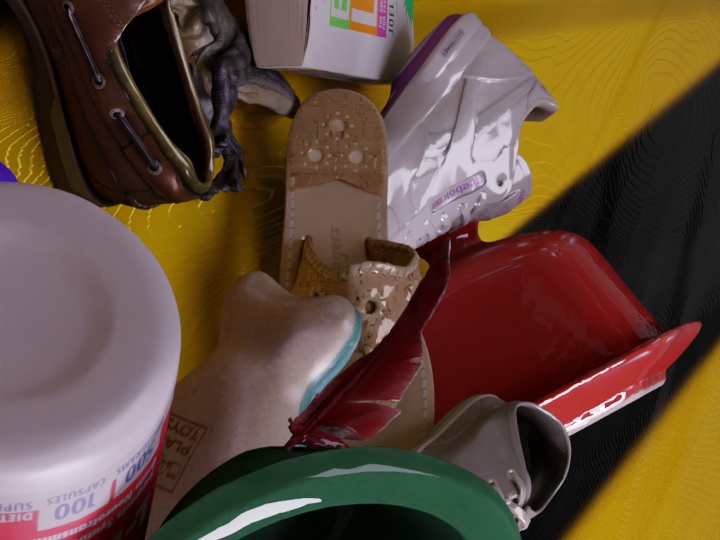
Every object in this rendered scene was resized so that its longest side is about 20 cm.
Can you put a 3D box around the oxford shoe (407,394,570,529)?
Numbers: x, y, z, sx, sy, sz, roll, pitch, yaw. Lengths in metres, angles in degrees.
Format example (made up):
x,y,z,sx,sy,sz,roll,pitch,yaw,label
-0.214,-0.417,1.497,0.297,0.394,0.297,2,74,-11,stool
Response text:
x,y,z,sx,sy,sz,roll,pitch,yaw,label
0.044,0.114,0.843,0.200,0.057,0.076,-42,124,-54,oxford shoe

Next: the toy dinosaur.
x,y,z,sx,sy,sz,roll,pitch,yaw,label
-0.068,-0.087,0.891,0.200,0.047,0.089,43,47,-59,toy dinosaur

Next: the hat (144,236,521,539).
x,y,z,sx,sy,sz,roll,pitch,yaw,label
-0.044,0.079,0.694,0.199,0.176,0.166,18,117,-39,hat

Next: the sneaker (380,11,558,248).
x,y,z,sx,sy,sz,roll,pitch,yaw,label
0.038,-0.045,0.997,0.099,0.075,0.200,37,71,-7,sneaker

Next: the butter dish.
x,y,z,sx,sy,sz,roll,pitch,yaw,label
0.078,0.034,1.060,0.148,0.199,0.199,62,14,7,butter dish

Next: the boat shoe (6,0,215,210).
x,y,z,sx,sy,sz,roll,pitch,yaw,label
-0.109,-0.121,0.780,0.072,0.068,0.201,-52,134,-47,boat shoe

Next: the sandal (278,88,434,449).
x,y,z,sx,sy,sz,roll,pitch,yaw,label
-0.006,0.001,0.888,0.070,0.077,0.213,98,-13,-68,sandal

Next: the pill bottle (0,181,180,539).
x,y,z,sx,sy,sz,roll,pitch,yaw,label
-0.127,0.072,0.637,0.200,0.112,0.113,107,6,-51,pill bottle

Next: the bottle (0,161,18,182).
x,y,z,sx,sy,sz,roll,pitch,yaw,label
-0.163,-0.014,0.661,0.200,0.083,0.066,39,45,-58,bottle

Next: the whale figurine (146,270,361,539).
x,y,z,sx,sy,sz,roll,pitch,yaw,label
-0.054,0.104,0.795,0.104,0.159,0.201,34,75,-44,whale figurine

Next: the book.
x,y,z,sx,sy,sz,roll,pitch,yaw,label
-0.013,-0.168,0.971,0.200,0.048,0.135,-14,104,-73,book
